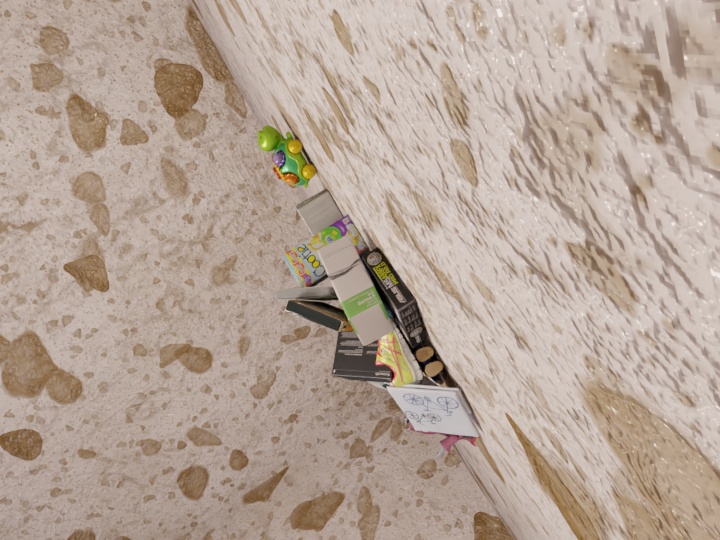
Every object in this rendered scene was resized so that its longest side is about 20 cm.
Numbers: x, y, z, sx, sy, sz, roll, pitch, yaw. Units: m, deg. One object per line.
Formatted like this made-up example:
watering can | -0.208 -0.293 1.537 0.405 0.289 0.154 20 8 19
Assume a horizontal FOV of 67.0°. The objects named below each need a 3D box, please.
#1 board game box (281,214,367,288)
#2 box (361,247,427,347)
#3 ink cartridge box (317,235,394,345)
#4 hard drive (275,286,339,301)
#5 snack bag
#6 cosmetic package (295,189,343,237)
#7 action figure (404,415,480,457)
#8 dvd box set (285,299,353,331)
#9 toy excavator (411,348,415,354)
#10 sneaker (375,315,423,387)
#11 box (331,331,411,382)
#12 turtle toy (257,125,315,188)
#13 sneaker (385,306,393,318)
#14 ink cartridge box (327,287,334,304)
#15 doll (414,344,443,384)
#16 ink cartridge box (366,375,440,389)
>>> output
board game box | -0.091 -0.042 1.419 0.104 0.199 0.105 57 176 4
box | 0.078 0.063 1.212 0.161 0.044 0.201 58 177 32
ink cartridge box | -0.010 0.044 1.227 0.201 0.083 0.146 64 180 34
hard drive | -0.106 0.060 1.365 0.200 0.130 0.027 11 -106 -69
snack bag | 0.182 0.338 1.314 0.187 0.022 0.201 -4 133 33
cosmetic package | -0.091 -0.118 1.555 0.201 0.106 0.090 61 175 -17
action figure | 0.229 0.406 1.453 0.198 0.134 0.150 13 129 29
dvd box set | -0.075 0.109 1.319 0.145 0.030 0.200 20 -178 19
toy excavator | 0.057 0.198 1.518 0.100 0.193 0.201 45 -166 -52
sneaker | 0.067 0.183 1.283 0.201 0.090 0.078 61 179 12
box | 0.030 0.213 1.408 0.198 0.143 0.079 -5 157 40
turtle toy | -0.206 -0.315 1.514 0.201 0.100 0.146 59 176 -16
sneaker | 0.040 0.105 1.407 0.080 0.130 0.200 58 176 -22
ink cartridge box | -0.049 0.059 1.685 0.044 0.198 0.198 62 176 1
doll | 0.164 0.225 1.354 0.137 0.048 0.200 59 177 14
ink cartridge box | 0.126 0.311 1.456 0.198 0.044 0.173 2 153 42
